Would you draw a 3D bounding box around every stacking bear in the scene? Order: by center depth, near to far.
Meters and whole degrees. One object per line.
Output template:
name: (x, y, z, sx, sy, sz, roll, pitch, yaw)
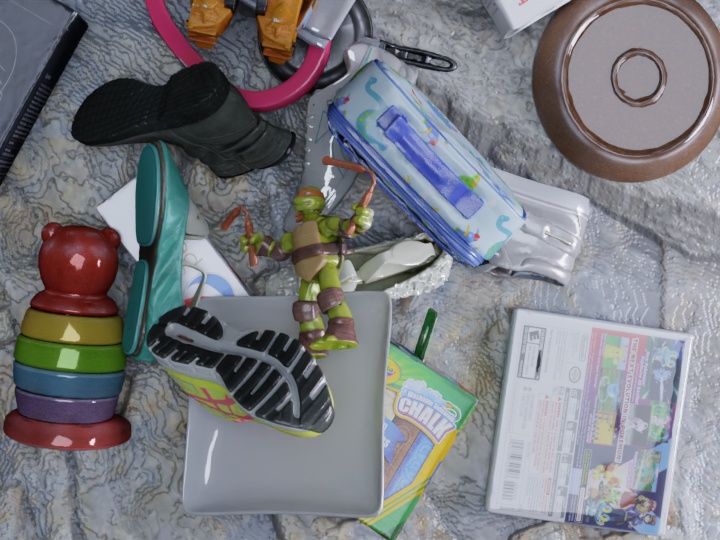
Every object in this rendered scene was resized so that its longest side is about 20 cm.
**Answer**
stacking bear: (-0.267, 0.058, 1.643, 0.120, 0.114, 0.203, 5, 95, -4)

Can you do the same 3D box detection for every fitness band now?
fitness band: (-0.116, -0.243, 1.671, 0.143, 0.037, 0.200, -40, 81, -3)

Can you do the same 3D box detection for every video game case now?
video game case: (0.223, 0.148, 1.732, 0.180, 0.023, 0.203, 8, 90, -4)

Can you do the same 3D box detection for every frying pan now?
frying pan: (-0.013, -0.206, 1.701, 0.189, 0.031, 0.116, 34, 90, -1)

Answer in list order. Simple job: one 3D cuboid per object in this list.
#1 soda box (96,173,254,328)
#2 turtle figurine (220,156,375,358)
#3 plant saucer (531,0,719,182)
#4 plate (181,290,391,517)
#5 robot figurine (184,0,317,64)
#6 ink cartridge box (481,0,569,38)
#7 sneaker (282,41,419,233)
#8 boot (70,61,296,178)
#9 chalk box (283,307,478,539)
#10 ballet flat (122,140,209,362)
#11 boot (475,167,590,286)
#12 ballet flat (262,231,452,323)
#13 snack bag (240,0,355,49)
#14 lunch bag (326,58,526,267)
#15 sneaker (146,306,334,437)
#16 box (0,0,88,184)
soda box: (-0.163, -0.001, 1.679, 0.068, 0.064, 0.201, -38, 95, -2)
turtle figurine: (-0.046, -0.005, 1.570, 0.064, 0.199, 0.163, 8, 73, -47)
plant saucer: (0.266, -0.187, 1.717, 0.198, 0.034, 0.203, 0, 92, -3)
plate: (-0.063, 0.122, 1.598, 0.198, 0.032, 0.202, -2, 77, 21)
robot figurine: (-0.090, -0.294, 1.605, 0.143, 0.058, 0.202, 12, 73, 1)
ink cartridge box: (0.151, -0.343, 1.675, 0.144, 0.084, 0.201, -31, 91, -2)
sneaker: (-0.026, -0.125, 1.678, 0.080, 0.070, 0.202, 32, 88, -9)
boot: (-0.168, -0.123, 1.660, 0.131, 0.198, 0.068, 42, 52, -43)
chalk box: (0.028, 0.130, 1.666, 0.123, 0.124, 0.201, 33, 91, -4)
ballet flat: (-0.175, -0.016, 1.621, 0.070, 0.067, 0.203, 5, 92, -28)
boot: (0.119, -0.046, 1.690, 0.198, 0.074, 0.097, 15, 84, -5)
ballet flat: (0.000, 0.000, 1.663, 0.198, 0.072, 0.073, -17, 93, -22)
snack bag: (-0.070, -0.330, 1.658, 0.199, 0.021, 0.190, 30, 73, 5)
lunch bag: (0.056, -0.097, 1.571, 0.082, 0.161, 0.200, -44, 97, 6)
sneaker: (-0.096, 0.100, 1.552, 0.199, 0.091, 0.078, 26, 61, 35)
box: (-0.386, -0.196, 1.626, 0.199, 0.124, 0.198, 30, 91, -4)
